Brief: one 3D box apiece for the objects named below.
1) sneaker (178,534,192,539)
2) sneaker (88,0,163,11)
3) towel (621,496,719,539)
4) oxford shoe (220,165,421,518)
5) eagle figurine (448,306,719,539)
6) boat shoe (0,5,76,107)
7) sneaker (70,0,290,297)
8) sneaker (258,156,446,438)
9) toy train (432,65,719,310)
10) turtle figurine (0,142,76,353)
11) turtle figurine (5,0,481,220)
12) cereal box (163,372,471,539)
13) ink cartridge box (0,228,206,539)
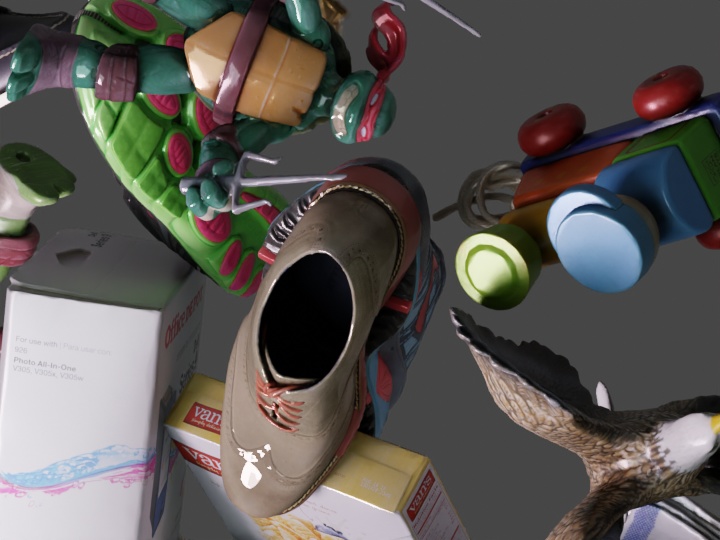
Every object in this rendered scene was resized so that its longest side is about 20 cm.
[{"bbox_3d":[-0.129,0.190,1.646,0.200,0.100,0.070,33,159,22],"label":"sneaker"},{"bbox_3d":[-0.057,-0.159,1.410,0.087,0.075,0.200,46,135,-4],"label":"sneaker"},{"bbox_3d":[0.194,0.204,1.477,0.200,0.024,0.147,36,133,14],"label":"towel"},{"bbox_3d":[-0.035,0.045,1.360,0.070,0.075,0.200,25,125,11],"label":"oxford shoe"},{"bbox_3d":[0.113,0.090,1.340,0.152,0.200,0.151,51,135,36],"label":"eagle figurine"},{"bbox_3d":[-0.222,-0.116,1.558,0.200,0.073,0.063,-8,114,45],"label":"boat shoe"},{"bbox_3d":[-0.103,-0.061,1.469,0.084,0.077,0.200,23,153,39],"label":"sneaker"},{"bbox_3d":[0.000,0.000,1.440,0.079,0.096,0.200,26,143,9],"label":"sneaker"},{"bbox_3d":[0.081,-0.018,1.360,0.200,0.116,0.085,-16,106,42],"label":"toy train"},{"bbox_3d":[-0.212,0.042,1.602,0.144,0.200,0.194,11,125,-9],"label":"turtle figurine"},{"bbox_3d":[-0.054,-0.095,1.354,0.200,0.101,0.150,19,86,1],"label":"turtle figurine"},{"bbox_3d":[-0.007,0.137,1.516,0.144,0.040,0.200,18,155,29],"label":"cereal box"},{"bbox_3d":[-0.139,0.091,1.524,0.087,0.145,0.200,7,103,4],"label":"ink cartridge box"}]
